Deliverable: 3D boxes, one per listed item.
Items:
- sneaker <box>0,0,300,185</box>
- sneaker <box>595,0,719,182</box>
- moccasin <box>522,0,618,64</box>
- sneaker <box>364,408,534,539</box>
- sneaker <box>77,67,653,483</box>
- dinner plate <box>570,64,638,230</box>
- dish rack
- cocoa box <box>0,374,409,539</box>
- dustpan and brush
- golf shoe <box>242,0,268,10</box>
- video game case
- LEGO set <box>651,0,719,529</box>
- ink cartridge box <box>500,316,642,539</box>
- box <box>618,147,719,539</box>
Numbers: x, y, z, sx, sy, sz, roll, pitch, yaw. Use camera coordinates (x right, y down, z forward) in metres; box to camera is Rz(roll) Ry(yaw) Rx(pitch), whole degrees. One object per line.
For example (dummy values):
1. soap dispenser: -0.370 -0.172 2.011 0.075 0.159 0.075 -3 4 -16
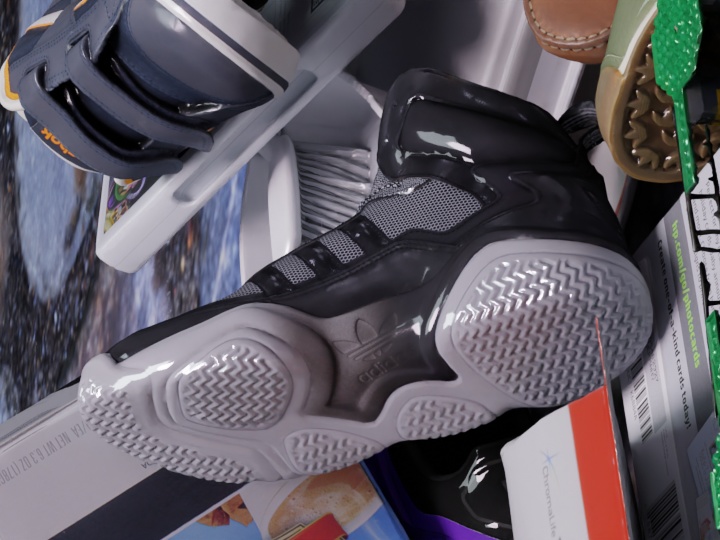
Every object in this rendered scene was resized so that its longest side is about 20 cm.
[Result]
1. sneaker: -0.081 -0.071 1.072 0.080 0.078 0.200 -53 15 -5
2. sneaker: 0.126 -0.129 0.917 0.090 0.067 0.201 -106 33 -47
3. moccasin: 0.089 -0.171 0.980 0.073 0.078 0.202 14 89 30
4. sneaker: 0.027 0.066 1.115 0.200 0.069 0.100 28 131 60
5. sneaker: 0.000 0.000 0.988 0.076 0.199 0.114 59 -157 -47
6. dinner plate: 0.074 -0.063 1.112 0.200 0.024 0.201 -177 90 -71
7. dish rack: 0.039 -0.105 1.124 0.172 0.043 0.201 -113 32 -51
8. cocoa box: -0.080 0.104 1.104 0.132 0.133 0.200 60 163 -3
9. dustpan and brush: -0.026 -0.040 1.140 0.200 0.057 0.140 -102 26 -56
10. golf shoe: 0.000 -0.156 1.018 0.200 0.077 0.095 140 145 -58
11. video game case: -0.042 -0.122 1.165 0.182 0.023 0.201 -42 33 36
12. LEGO set: 0.156 -0.023 0.735 0.154 0.115 0.201 112 156 -53
13. ink cartridge box: 0.071 0.122 0.906 0.200 0.057 0.163 57 -156 -67
14. box: 0.140 0.026 0.878 0.200 0.041 0.157 122 147 -55
